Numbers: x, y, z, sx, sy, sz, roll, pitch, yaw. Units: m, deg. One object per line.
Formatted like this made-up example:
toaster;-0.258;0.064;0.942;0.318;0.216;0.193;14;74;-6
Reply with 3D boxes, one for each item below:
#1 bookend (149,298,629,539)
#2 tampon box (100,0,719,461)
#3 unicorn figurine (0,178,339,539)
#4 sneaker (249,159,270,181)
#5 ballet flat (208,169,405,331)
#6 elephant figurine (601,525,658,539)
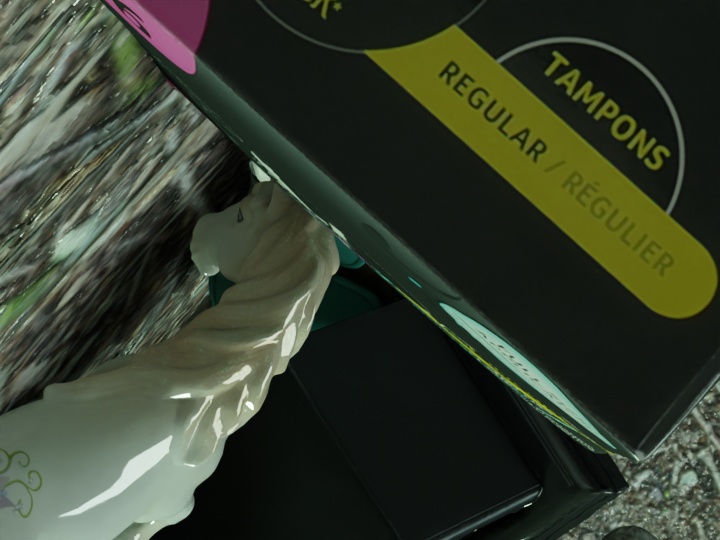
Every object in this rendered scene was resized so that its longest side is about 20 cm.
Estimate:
bookend;-0.053;0.102;0.856;0.200;0.092;0.198;-39;168;32
tampon box;0.040;-0.053;0.580;0.126;0.150;0.200;-49;174;-1
unicorn figurine;-0.076;0.045;0.695;0.200;0.074;0.137;-46;-177;-40
sneaker;0.041;-0.088;0.723;0.200;0.080;0.077;-50;173;22
ballet flat;-0.005;-0.025;0.893;0.074;0.074;0.200;-47;178;-19
elephant figurine;0.055;0.147;1.035;0.200;0.142;0.155;-12;141;-53
